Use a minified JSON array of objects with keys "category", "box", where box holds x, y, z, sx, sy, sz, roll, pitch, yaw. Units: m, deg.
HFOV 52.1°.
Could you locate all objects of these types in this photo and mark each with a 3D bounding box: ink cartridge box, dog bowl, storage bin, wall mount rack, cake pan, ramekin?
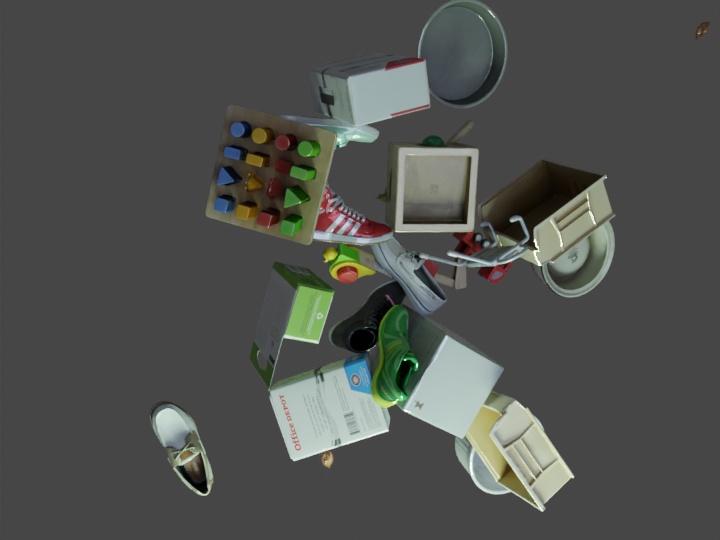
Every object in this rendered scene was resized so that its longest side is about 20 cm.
[{"category":"ink cartridge box","box":[-0.058,0.260,1.421,0.197,0.084,0.148,-18,94,6]},{"category":"dog bowl","box":[0.458,-0.047,1.621,0.197,0.074,0.203,-7,107,-23]},{"category":"storage bin","box":[0.368,-0.120,1.490,0.197,0.200,0.094,-35,118,-11]},{"category":"ink cartridge box","box":[0.010,-0.318,1.275,0.143,0.200,0.085,-18,115,-18]},{"category":"wall mount rack","box":[0.218,-0.041,1.398,0.173,0.200,0.075,-30,98,-20]},{"category":"ink cartridge box","box":[-0.133,0.103,1.362,0.075,0.148,0.203,11,101,-27]},{"category":"cake pan","box":[0.190,-0.416,1.416,0.198,0.037,0.203,-7,107,-22]},{"category":"storage bin","box":[0.297,0.345,1.475,0.093,0.200,0.200,-37,97,-11]},{"category":"ramekin","box":[0.310,0.391,1.668,0.198,0.098,0.204,-6,107,-22]}]

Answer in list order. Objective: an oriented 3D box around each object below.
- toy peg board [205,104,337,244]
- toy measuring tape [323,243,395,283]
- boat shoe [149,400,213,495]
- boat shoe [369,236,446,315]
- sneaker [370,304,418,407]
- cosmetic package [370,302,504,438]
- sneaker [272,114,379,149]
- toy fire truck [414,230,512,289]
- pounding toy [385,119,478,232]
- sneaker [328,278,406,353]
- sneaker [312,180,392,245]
[{"category":"toy peg board","box":[-0.161,-0.161,1.252,0.196,0.098,0.203,16,100,3]},{"category":"toy measuring tape","box":[0.000,0.000,1.440,0.199,0.073,0.074,23,95,-37]},{"category":"boat shoe","box":[-0.329,0.335,1.385,0.074,0.068,0.202,-31,115,-13]},{"category":"boat shoe","box":[0.098,-0.009,1.444,0.066,0.074,0.201,-32,100,35]},{"category":"sneaker","box":[0.075,0.161,1.389,0.074,0.083,0.202,39,49,-44]},{"category":"cosmetic package","box":[0.142,0.197,1.480,0.165,0.200,0.169,30,93,-28]},{"category":"sneaker","box":[-0.065,-0.216,1.338,0.197,0.074,0.120,1,98,-14]},{"category":"toy fire truck","box":[0.213,-0.013,1.536,0.199,0.049,0.142,35,90,-29]},{"category":"pounding toy","box":[0.145,-0.187,1.424,0.181,0.142,0.203,0,104,-9]},{"category":"sneaker","box":[0.034,0.095,1.460,0.199,0.099,0.071,-39,115,-11]},{"category":"sneaker","box":[-0.032,-0.112,1.372,0.197,0.071,0.114,3,104,-9]}]
